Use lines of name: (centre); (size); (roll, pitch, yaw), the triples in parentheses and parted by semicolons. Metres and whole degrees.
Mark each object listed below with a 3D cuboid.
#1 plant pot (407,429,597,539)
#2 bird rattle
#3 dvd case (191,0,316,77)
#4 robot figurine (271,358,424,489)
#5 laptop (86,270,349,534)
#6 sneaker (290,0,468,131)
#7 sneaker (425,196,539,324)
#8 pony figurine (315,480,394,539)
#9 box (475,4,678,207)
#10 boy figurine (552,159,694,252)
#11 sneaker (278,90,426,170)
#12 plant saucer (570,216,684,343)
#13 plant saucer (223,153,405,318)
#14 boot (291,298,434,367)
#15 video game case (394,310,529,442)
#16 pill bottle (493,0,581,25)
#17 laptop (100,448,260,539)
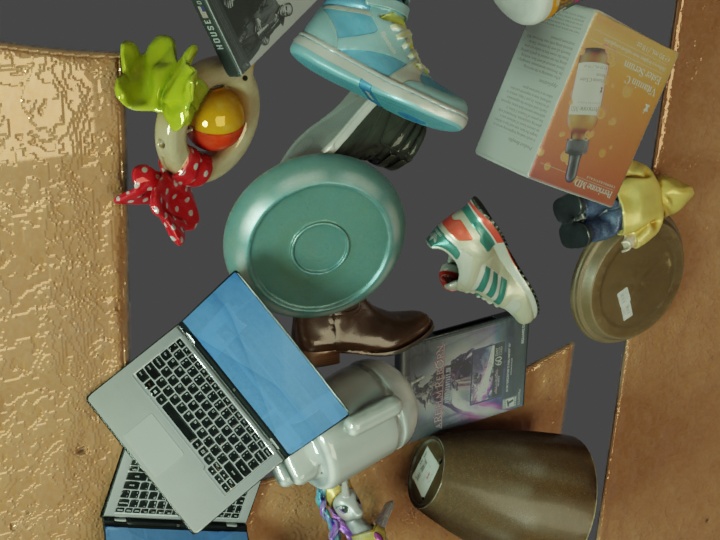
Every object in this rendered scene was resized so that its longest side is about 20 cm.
plant pot: (0.168, 0.281, 1.523); (0.199, 0.187, 0.188); (17, 101, -22)
bird rattle: (-0.158, -0.135, 1.164); (0.163, 0.112, 0.201); (-31, 129, -38)
dvd case: (-0.093, -0.303, 1.126); (0.200, 0.025, 0.151); (-53, 133, -34)
robot figurine: (-0.015, 0.173, 1.352); (0.199, 0.169, 0.113); (-26, 94, -30)
laptop: (-0.151, 0.140, 1.221); (0.200, 0.116, 0.188); (-39, 89, -12)
sneaker: (0.040, -0.233, 1.205); (0.131, 0.199, 0.080); (-62, 173, -3)
sneaker: (0.146, 0.003, 1.448); (0.093, 0.070, 0.200); (-31, 128, 3)
pony figurine: (0.010, 0.343, 1.418); (0.166, 0.200, 0.193); (-30, 159, -26)
box: (0.254, -0.198, 1.394); (0.152, 0.106, 0.201); (14, 102, -36)
boy figurine: (0.345, -0.091, 1.526); (0.199, 0.064, 0.125); (-18, 92, -29)
sneaker: (-0.003, -0.128, 1.279); (0.200, 0.071, 0.099); (-46, 123, -13)
plant saucer: (0.371, 0.011, 1.612); (0.199, 0.029, 0.201); (-14, 119, -28)
plant saucer: (-0.045, -0.028, 1.254); (0.199, 0.027, 0.201); (-7, 122, -12)
boot: (0.000, 0.000, 1.347); (0.186, 0.064, 0.201); (-14, 113, -25)
video game case: (0.131, 0.134, 1.517); (0.199, 0.019, 0.144); (-14, 117, -29)
pill bottle: (0.240, -0.362, 1.306); (0.199, 0.116, 0.117); (-30, 124, -18)
laptop: (-0.177, 0.280, 1.310); (0.187, 0.116, 0.201); (12, 104, -36)
